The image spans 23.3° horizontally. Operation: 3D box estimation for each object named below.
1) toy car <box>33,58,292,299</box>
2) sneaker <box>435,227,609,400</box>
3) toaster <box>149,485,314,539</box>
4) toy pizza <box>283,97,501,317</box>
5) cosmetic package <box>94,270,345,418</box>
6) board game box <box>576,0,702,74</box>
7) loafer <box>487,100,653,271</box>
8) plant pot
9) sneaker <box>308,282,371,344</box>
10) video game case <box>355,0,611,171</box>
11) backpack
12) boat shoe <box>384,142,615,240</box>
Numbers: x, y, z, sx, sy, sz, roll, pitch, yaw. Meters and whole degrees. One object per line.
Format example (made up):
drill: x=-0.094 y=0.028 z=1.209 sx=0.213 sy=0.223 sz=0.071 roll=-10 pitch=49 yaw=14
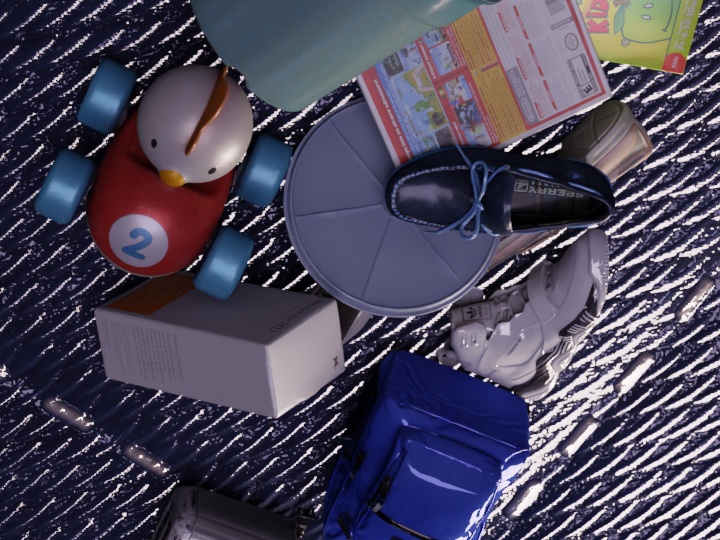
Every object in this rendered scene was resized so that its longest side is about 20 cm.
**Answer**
toy car: x=-0.148 y=-0.096 z=1.432 sx=0.183 sy=0.200 sz=0.178 roll=25 pitch=71 yaw=-9
sneaker: x=0.146 y=0.034 z=1.590 sx=0.114 sy=0.075 sz=0.201 roll=14 pitch=131 yaw=-12
toaster: x=-0.140 y=0.291 z=1.654 sx=0.128 sy=0.114 sz=0.201 roll=23 pitch=108 yaw=-13
toy pizza: x=0.029 y=-0.056 z=1.549 sx=0.199 sy=0.032 sz=0.202 roll=2 pitch=78 yaw=-11
cosmetic package: x=-0.123 y=0.060 z=1.516 sx=0.199 sy=0.101 sz=0.072 roll=10 pitch=117 yaw=35
board game box: x=0.196 y=-0.241 z=1.527 sx=0.198 sy=0.048 sz=0.102 roll=9 pitch=110 yaw=-11
loafer: x=0.183 y=-0.064 z=1.585 sx=0.200 sy=0.072 sz=0.063 roll=-44 pitch=117 yaw=7
plant pot: x=-0.021 y=-0.241 z=1.393 sx=0.196 sy=0.201 sz=0.200 roll=-34 pitch=113 yaw=24
sneaker: x=0.000 y=0.000 z=1.593 sx=0.073 sy=0.085 sz=0.200 roll=42 pitch=81 yaw=1
video game case: x=0.102 y=-0.172 z=1.503 sx=0.199 sy=0.017 sz=0.144 roll=-25 pitch=112 yaw=1
backpack: x=0.046 y=0.203 z=1.614 sx=0.162 sy=0.168 sz=0.201 roll=25 pitch=118 yaw=-3
boat shoe: x=0.121 y=-0.069 z=1.496 sx=0.198 sy=0.069 sz=0.085 roll=-6 pitch=113 yaw=-4
